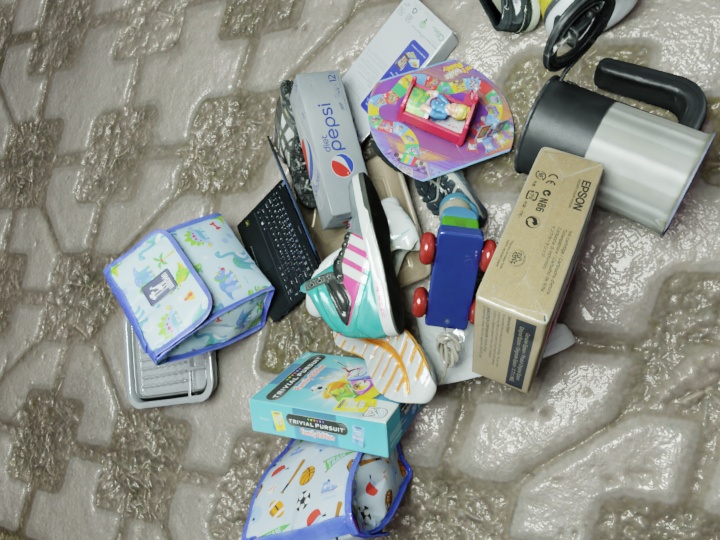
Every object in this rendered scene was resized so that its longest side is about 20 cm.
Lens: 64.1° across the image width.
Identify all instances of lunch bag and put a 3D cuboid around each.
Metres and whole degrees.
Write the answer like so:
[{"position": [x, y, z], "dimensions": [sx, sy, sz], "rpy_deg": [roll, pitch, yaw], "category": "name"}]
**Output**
[{"position": [-0.253, 0.028, 0.851], "dimensions": [0.171, 0.196, 0.129], "rpy_deg": [49, 142, 22], "category": "lunch bag"}, {"position": [-0.040, 0.285, 0.729], "dimensions": [0.166, 0.199, 0.128], "rpy_deg": [-23, 93, 21], "category": "lunch bag"}]

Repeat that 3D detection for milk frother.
[{"position": [0.279, -0.166, 0.614], "dimensions": [0.185, 0.199, 0.185], "rpy_deg": [29, 94, 24], "category": "milk frother"}]

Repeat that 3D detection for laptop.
[{"position": [-0.129, -0.051, 0.837], "dimensions": [0.198, 0.102, 0.182], "rpy_deg": [-37, 67, 30], "category": "laptop"}]

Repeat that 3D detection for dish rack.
[{"position": [-0.317, 0.136, 0.971], "dimensions": [0.194, 0.043, 0.179], "rpy_deg": [-12, 82, 25], "category": "dish rack"}]

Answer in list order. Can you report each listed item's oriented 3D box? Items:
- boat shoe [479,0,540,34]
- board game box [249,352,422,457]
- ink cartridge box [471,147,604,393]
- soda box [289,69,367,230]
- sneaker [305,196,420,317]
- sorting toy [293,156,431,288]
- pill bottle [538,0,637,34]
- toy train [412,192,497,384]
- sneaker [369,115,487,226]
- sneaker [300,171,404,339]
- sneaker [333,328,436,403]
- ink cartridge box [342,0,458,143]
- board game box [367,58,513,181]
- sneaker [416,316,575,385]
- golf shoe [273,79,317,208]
[{"position": [0.163, -0.397, 0.751], "dimensions": [0.064, 0.075, 0.206], "rpy_deg": [-19, 83, -14], "category": "boat shoe"}, {"position": [-0.025, 0.168, 0.760], "dimensions": [0.193, 0.150, 0.049], "rpy_deg": [2, 107, 26], "category": "board game box"}, {"position": [0.189, 0.003, 0.621], "dimensions": [0.073, 0.167, 0.204], "rpy_deg": [19, 63, 22], "category": "ink cartridge box"}, {"position": [-0.041, -0.166, 0.792], "dimensions": [0.066, 0.063, 0.207], "rpy_deg": [-12, 80, -19], "category": "soda box"}, {"position": [0.000, 0.000, 0.773], "dimensions": [0.201, 0.070, 0.081], "rpy_deg": [-48, 69, 19], "category": "sneaker"}, {"position": [-0.001, -0.050, 0.837], "dimensions": [0.195, 0.036, 0.192], "rpy_deg": [-24, 76, 28], "category": "sorting toy"}, {"position": [0.255, -0.397, 0.690], "dimensions": [0.109, 0.111, 0.208], "rpy_deg": [-15, 79, 24], "category": "pill bottle"}, {"position": [0.105, 0.019, 0.687], "dimensions": [0.081, 0.117, 0.206], "rpy_deg": [7, 124, 5], "category": "toy train"}, {"position": [0.106, -0.146, 0.764], "dimensions": [0.086, 0.078, 0.201], "rpy_deg": [-41, 86, -25], "category": "sneaker"}, {"position": [-0.020, -0.010, 0.711], "dimensions": [0.117, 0.083, 0.208], "rpy_deg": [-15, 73, 19], "category": "sneaker"}, {"position": [0.041, 0.105, 0.740], "dimensions": [0.080, 0.076, 0.199], "rpy_deg": [-60, 37, 6], "category": "sneaker"}, {"position": [0.040, -0.284, 0.830], "dimensions": [0.200, 0.039, 0.100], "rpy_deg": [-46, 69, 14], "category": "ink cartridge box"}, {"position": [0.106, -0.208, 0.729], "dimensions": [0.194, 0.039, 0.162], "rpy_deg": [-20, 70, -15], "category": "board game box"}, {"position": [0.159, 0.067, 0.723], "dimensions": [0.194, 0.073, 0.120], "rpy_deg": [-18, 81, 25], "category": "sneaker"}, {"position": [-0.089, -0.180, 0.868], "dimensions": [0.094, 0.075, 0.208], "rpy_deg": [-37, 57, 57], "category": "golf shoe"}]
